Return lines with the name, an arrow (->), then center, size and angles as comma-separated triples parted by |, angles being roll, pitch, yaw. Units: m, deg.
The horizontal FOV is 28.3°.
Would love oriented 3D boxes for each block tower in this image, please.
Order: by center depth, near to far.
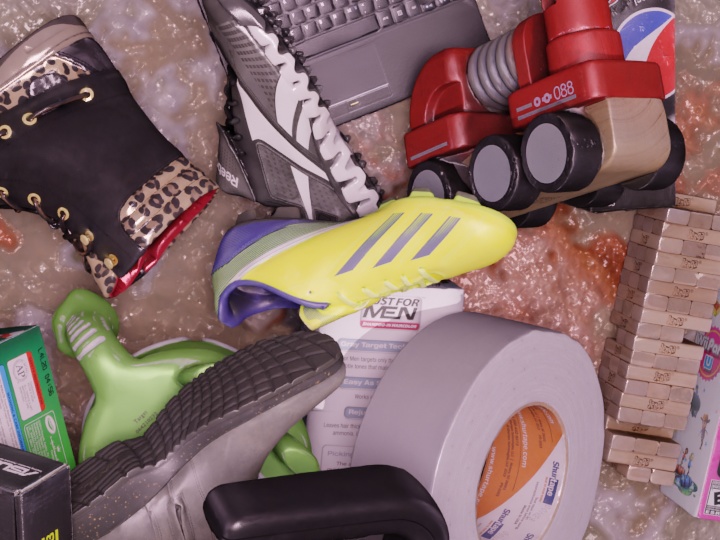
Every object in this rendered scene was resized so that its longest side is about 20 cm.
block tower -> 0.207, 0.045, 0.999 | 0.054, 0.058, 0.200 | 10, 96, -13

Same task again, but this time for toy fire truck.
toy fire truck -> 0.088, -0.134, 0.887 | 0.129, 0.176, 0.200 | -3, 82, -34

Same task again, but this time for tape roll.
tape roll -> 0.080, 0.130, 0.927 | 0.200, 0.066, 0.200 | -17, 113, -47

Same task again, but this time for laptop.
laptop -> -0.014, -0.192, 0.895 | 0.177, 0.103, 0.200 | -22, 102, -6

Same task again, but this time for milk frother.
milk frother -> -0.020, 0.219, 0.732 | 0.188, 0.200, 0.181 | 0, 137, -28

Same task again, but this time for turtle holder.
turtle holder -> -0.122, 0.106, 0.908 | 0.185, 0.132, 0.141 | 19, 96, -12

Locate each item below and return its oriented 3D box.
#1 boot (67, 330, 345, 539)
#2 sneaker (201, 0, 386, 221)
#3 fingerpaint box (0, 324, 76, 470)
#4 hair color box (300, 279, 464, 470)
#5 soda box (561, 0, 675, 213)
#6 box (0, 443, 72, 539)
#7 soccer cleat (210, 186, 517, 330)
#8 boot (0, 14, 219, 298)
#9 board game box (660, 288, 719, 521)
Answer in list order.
boot -> -0.073, 0.132, 0.831 | 0.200, 0.068, 0.131 | -34, 115, -3
sneaker -> -0.060, -0.089, 0.898 | 0.090, 0.066, 0.200 | -31, 129, 2
fingerpaint box -> -0.255, 0.142, 0.879 | 0.167, 0.073, 0.200 | -7, 102, 29
hair color box -> 0.007, 0.102, 0.968 | 0.099, 0.061, 0.200 | 3, 99, -11
soda box -> 0.168, -0.142, 0.953 | 0.063, 0.071, 0.200 | -5, 100, -13
box -> -0.250, 0.179, 0.814 | 0.200, 0.048, 0.193 | 13, 114, 27
soccer cleat -> 0.000, 0.000, 0.871 | 0.200, 0.065, 0.084 | -5, 58, 25
boot -> -0.201, -0.042, 0.884 | 0.200, 0.073, 0.151 | -45, 87, -8
board game box -> 0.314, 0.083, 1.021 | 0.147, 0.064, 0.200 | 9, 96, -12
